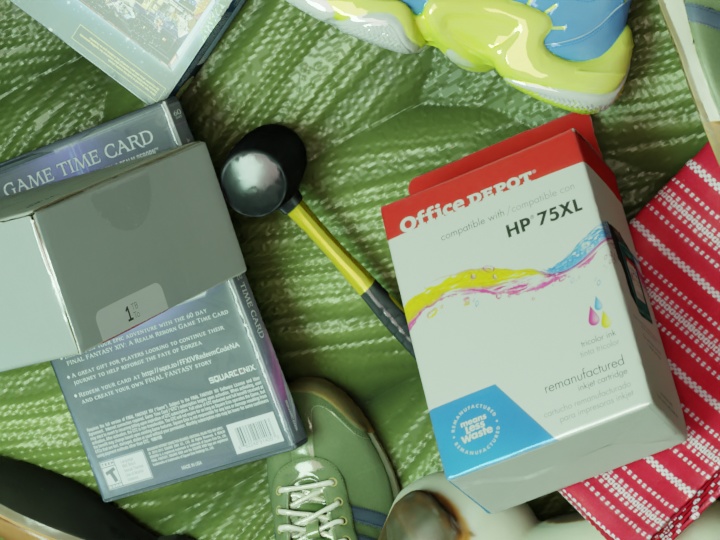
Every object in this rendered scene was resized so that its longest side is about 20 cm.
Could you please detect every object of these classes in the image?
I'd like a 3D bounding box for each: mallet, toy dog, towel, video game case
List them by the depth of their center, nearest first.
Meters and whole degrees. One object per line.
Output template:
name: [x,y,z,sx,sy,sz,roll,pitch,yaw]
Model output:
towel: [0.167,0.037,1.459,0.200,0.022,0.145,-45,61,0]
toy dog: [0.103,0.169,1.494,0.199,0.140,0.195,12,102,13]
mallet: [0.000,0.000,1.542,0.041,0.066,0.200,-40,105,18]
video game case: [-0.122,0.019,1.555,0.142,0.019,0.201,-18,95,35]

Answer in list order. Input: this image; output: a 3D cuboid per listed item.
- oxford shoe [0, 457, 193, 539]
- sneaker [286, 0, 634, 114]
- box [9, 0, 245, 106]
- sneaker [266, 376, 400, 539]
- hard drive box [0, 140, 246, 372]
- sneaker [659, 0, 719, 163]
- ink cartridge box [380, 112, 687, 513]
oxford shoe: [-0.158,0.167,1.590,0.199,0.071,0.072,28,110,6]
sneaker: [0.054,-0.158,1.473,0.199,0.076,0.106,18,96,-10]
box: [-0.147,-0.201,1.532,0.200,0.038,0.137,37,106,4]
sneaker: [-0.012,0.163,1.542,0.067,0.090,0.201,-13,97,16]
hard drive box: [-0.188,0.004,1.487,0.199,0.156,0.077,-14,98,35]
sneaker: [0.197,-0.146,1.432,0.089,0.067,0.201,-19,86,11]
ink cartridge box: [0.084,0.009,1.456,0.116,0.067,0.201,-22,63,16]
